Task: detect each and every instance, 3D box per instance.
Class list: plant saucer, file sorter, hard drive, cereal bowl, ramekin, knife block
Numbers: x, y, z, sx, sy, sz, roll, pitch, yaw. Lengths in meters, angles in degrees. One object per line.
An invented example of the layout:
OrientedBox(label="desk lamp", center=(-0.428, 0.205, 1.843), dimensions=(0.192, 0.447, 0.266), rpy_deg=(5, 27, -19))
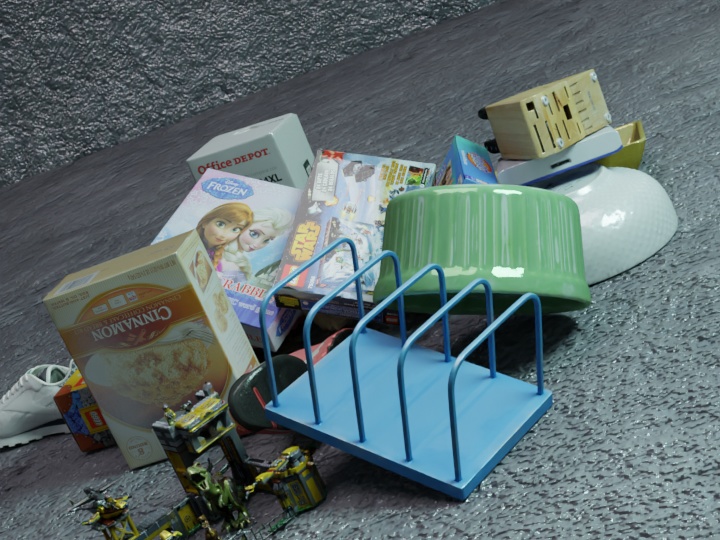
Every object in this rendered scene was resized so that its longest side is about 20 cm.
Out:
OrientedBox(label="plant saucer", center=(0.246, -0.113, 1.479), dimensions=(0.200, 0.048, 0.200), rpy_deg=(-20, 8, 15))
OrientedBox(label="file sorter", center=(0.034, 0.068, 1.014), dimensions=(0.200, 0.123, 0.139), rpy_deg=(18, 40, 33))
OrientedBox(label="hard drive", center=(0.217, -0.130, 1.388), dimensions=(0.132, 0.025, 0.200), rpy_deg=(-20, 7, 10))
OrientedBox(label="cereal bowl", center=(0.225, -0.055, 1.310), dimensions=(0.200, 0.083, 0.200), rpy_deg=(-21, 18, 7))
OrientedBox(label="ramekin", center=(0.112, -0.016, 1.152), dimensions=(0.200, 0.098, 0.200), rpy_deg=(1, -8, 0))
OrientedBox(label="knife block", center=(0.172, -0.157, 1.363), dimensions=(0.176, 0.064, 0.200), rpy_deg=(-16, 9, 40))

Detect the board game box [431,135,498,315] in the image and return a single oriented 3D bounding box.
OrientedBox(label="board game box", center=(0.098, -0.053, 1.379), dimensions=(0.045, 0.152, 0.200), rpy_deg=(21, 18, -6))

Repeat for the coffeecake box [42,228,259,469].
OrientedBox(label="coffeecake box", center=(-0.198, 0.081, 1.252), dimensions=(0.153, 0.200, 0.073), rpy_deg=(-19, 17, 16))

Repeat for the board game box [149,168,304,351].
OrientedBox(label="board game box", center=(-0.136, -0.018, 1.403), dimensions=(0.200, 0.041, 0.200), rpy_deg=(14, 53, 25))

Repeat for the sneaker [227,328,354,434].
OrientedBox(label="sneaker", center=(-0.068, 0.118, 1.190), dimensions=(0.087, 0.074, 0.200), rpy_deg=(-27, -4, 35))

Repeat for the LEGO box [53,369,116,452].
OrientedBox(label="LEGO box", center=(-0.233, 0.110, 1.421), dimensions=(0.149, 0.077, 0.200), rpy_deg=(-17, 18, 18))

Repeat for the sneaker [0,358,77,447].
OrientedBox(label="sneaker", center=(-0.387, 0.154, 1.488), dimensions=(0.200, 0.081, 0.076), rpy_deg=(-18, 19, 23))

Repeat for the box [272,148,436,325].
OrientedBox(label="box", center=(-0.003, -0.039, 1.343), dimensions=(0.137, 0.040, 0.200), rpy_deg=(9, 54, 10))

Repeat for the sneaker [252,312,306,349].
OrientedBox(label="sneaker", center=(-0.075, 0.012, 1.467), dimensions=(0.200, 0.087, 0.074), rpy_deg=(-36, 22, -36))

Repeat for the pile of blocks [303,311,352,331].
OrientedBox(label="pile of blocks", center=(0.000, 0.000, 1.434), dimensions=(0.082, 0.062, 0.200), rpy_deg=(18, 55, 11))

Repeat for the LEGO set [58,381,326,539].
OrientedBox(label="LEGO set", center=(-0.139, 0.174, 1.032), dimensions=(0.200, 0.116, 0.154), rpy_deg=(-32, 19, -25))

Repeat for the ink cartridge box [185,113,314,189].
OrientedBox(label="ink cartridge box", center=(-0.123, -0.091, 1.669), dimensions=(0.146, 0.200, 0.084), rpy_deg=(-15, 19, 28))
